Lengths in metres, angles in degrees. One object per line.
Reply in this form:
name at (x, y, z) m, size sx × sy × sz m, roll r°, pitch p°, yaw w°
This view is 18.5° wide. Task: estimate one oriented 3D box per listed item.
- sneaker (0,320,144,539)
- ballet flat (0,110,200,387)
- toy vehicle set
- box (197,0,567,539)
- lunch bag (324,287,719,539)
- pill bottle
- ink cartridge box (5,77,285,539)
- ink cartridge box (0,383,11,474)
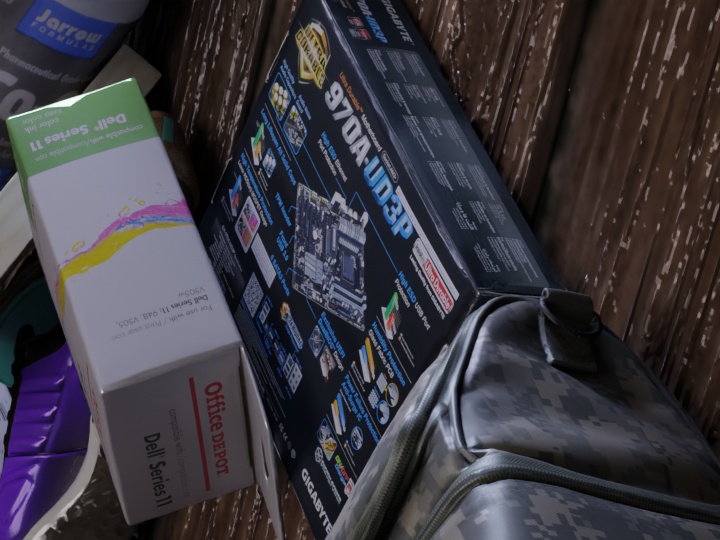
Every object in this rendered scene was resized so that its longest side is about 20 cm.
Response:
sneaker at (-0.151, 0.081, 1.143) m, size 0.100 × 0.069 × 0.201 m, roll 50°, pitch 121°, yaw 32°
ballet flat at (-0.140, -0.015, 1.166) m, size 0.200 × 0.067 × 0.073 m, roll -52°, pitch 25°, yaw 43°
toy vehicle set at (-0.182, -0.019, 1.140) m, size 0.124 × 0.026 × 0.200 m, roll -45°, pitch 9°, yaw 49°
box at (0.000, 0.000, 0.936) m, size 0.160 × 0.046 × 0.201 m, roll -63°, pitch 38°, yaw 34°
lunch bag at (0.046, 0.127, 0.773) m, size 0.168 × 0.138 × 0.201 m, roll -100°, pitch 30°, yaw -51°
pill bottle at (-0.180, -0.139, 1.158) m, size 0.200 × 0.113 × 0.114 m, roll -49°, pitch 45°, yaw 24°
ink cartridge box at (-0.096, 0.030, 0.993) m, size 0.118 × 0.067 × 0.201 m, roll 87°, pitch 162°, yaw -54°
ink cartridge box at (-0.256, 0.155, 1.269) m, size 0.200 × 0.128 × 0.126 m, roll 56°, pitch 133°, yaw 46°
